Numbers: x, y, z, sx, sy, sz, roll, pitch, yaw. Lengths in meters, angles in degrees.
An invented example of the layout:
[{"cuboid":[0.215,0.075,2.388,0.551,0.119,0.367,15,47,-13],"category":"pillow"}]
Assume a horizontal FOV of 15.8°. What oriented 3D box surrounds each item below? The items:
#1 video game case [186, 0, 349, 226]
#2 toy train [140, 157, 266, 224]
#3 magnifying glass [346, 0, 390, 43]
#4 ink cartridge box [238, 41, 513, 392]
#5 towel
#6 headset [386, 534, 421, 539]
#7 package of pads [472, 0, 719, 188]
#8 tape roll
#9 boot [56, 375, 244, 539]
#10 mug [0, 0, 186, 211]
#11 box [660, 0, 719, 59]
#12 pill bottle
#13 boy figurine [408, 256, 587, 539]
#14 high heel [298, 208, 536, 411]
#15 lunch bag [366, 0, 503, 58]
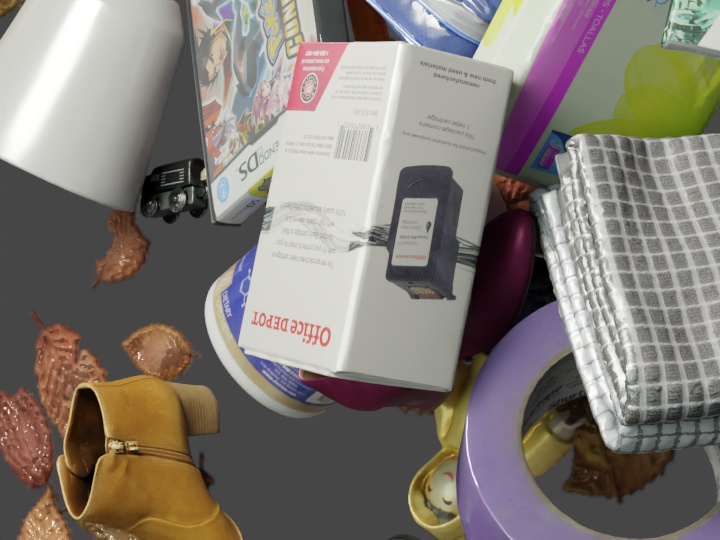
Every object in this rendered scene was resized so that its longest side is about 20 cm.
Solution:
[{"cuboid":[-0.065,-0.156,1.787,0.181,0.025,0.201,-38,55,53],"category":"video game case"},{"cuboid":[-0.081,-0.071,1.859,0.200,0.034,0.046,-10,73,37],"category":"toy train"},{"cuboid":[-0.007,-0.227,1.807,0.079,0.022,0.201,-19,80,35],"category":"magnifying glass"},{"cuboid":[0.007,-0.034,1.581,0.145,0.084,0.201,10,88,63],"category":"ink cartridge box"},{"cuboid":[0.206,0.004,1.544,0.086,0.165,0.201,103,156,-58],"category":"towel"},{"cuboid":[0.028,0.241,1.743,0.199,0.124,0.094,-9,111,19],"category":"headset"},{"cuboid":[0.161,-0.139,1.603,0.200,0.154,0.068,-62,32,21],"category":"package of pads"},{"cuboid":[0.160,0.118,1.579,0.200,0.200,0.085,55,164,22],"category":"tape roll"},{"cuboid":[-0.154,0.176,1.848,0.071,0.144,0.202,-9,86,37],"category":"boot"},{"cuboid":[-0.215,-0.150,1.889,0.186,0.149,0.154,28,95,27],"category":"mug"},{"cuboid":[0.268,-0.214,1.527,0.144,0.036,0.201,12,85,-1],"category":"box"},{"cuboid":[0.000,0.000,1.745,0.200,0.120,0.120,-40,68,30],"category":"pill bottle"},{"cuboid":[0.089,0.088,1.718,0.124,0.064,0.200,38,109,27],"category":"boy figurine"},{"cuboid":[0.038,0.026,1.640,0.200,0.096,0.068,119,150,-41],"category":"high heel"},{"cuboid":[0.065,-0.207,1.683,0.200,0.136,0.132,46,117,25],"category":"lunch bag"}]
